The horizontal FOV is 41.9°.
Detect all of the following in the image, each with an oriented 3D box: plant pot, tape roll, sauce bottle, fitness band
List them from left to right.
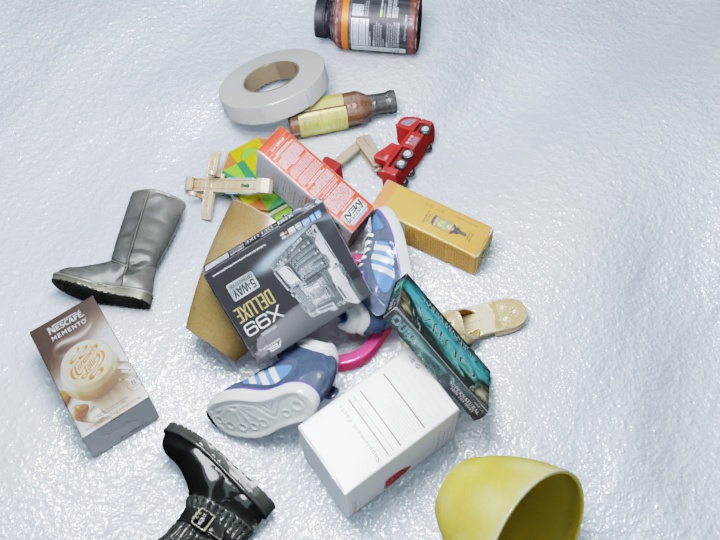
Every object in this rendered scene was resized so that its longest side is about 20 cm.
[{"bbox_3d":[-0.175,0.029,1.442,0.184,0.187,0.202,30,82,19],"label":"plant pot"},{"bbox_3d":[-0.154,-0.328,1.670,0.198,0.038,0.205,-11,38,9],"label":"tape roll"},{"bbox_3d":[-0.032,-0.280,1.665,0.195,0.066,0.067,-9,59,-4],"label":"sauce bottle"},{"bbox_3d":[-0.015,0.063,1.480,0.142,0.038,0.201,28,66,17],"label":"fitness band"},{"bbox_3d":[0.180,0.328,1.247,0.200,0.202,0.141,-44,42,-21],"label":"plant pot"}]

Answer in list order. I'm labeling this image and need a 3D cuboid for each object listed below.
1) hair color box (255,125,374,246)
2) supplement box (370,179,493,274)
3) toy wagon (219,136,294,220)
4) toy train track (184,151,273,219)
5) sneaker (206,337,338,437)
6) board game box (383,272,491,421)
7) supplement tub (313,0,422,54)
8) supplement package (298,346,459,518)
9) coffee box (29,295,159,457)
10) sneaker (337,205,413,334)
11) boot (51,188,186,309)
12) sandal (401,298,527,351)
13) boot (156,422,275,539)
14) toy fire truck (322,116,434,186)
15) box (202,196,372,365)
[{"bbox_3d":[-0.076,-0.129,1.519,0.199,0.111,0.064,42,73,4],"label":"hair color box"},{"bbox_3d":[0.115,-0.070,1.536,0.197,0.069,0.067,26,64,18],"label":"supplement box"},{"bbox_3d":[-0.151,-0.140,1.602,0.153,0.040,0.201,-29,63,-14],"label":"toy wagon"},{"bbox_3d":[-0.227,-0.143,1.558,0.197,0.032,0.118,5,86,37],"label":"toy train track"},{"bbox_3d":[-0.121,0.163,1.394,0.197,0.081,0.147,-16,28,30],"label":"sneaker"},{"bbox_3d":[0.114,0.108,1.351,0.028,0.136,0.200,-38,100,20],"label":"board game box"},{"bbox_3d":[0.014,-0.462,1.744,0.195,0.108,0.109,6,60,6],"label":"supplement tub"},{"bbox_3d":[0.025,0.230,1.331,0.198,0.122,0.120,-33,66,-16],"label":"supplement package"},{"bbox_3d":[-0.401,0.157,1.416,0.113,0.080,0.201,-30,63,-15],"label":"coffee box"},{"bbox_3d":[0.000,0.000,1.449,0.143,0.081,0.204,-9,68,-11],"label":"sneaker"},{"bbox_3d":[-0.392,-0.045,1.539,0.178,0.073,0.204,12,66,-7],"label":"boot"},{"bbox_3d":[0.158,0.078,1.444,0.207,0.070,0.079,-18,60,-8],"label":"sandal"},{"bbox_3d":[-0.238,0.326,1.311,0.210,0.080,0.158,35,67,20],"label":"boot"},{"bbox_3d":[0.028,-0.197,1.619,0.139,0.049,0.201,20,57,23],"label":"toy fire truck"},{"bbox_3d":[-0.104,0.015,1.347,0.198,0.160,0.050,-30,18,-4],"label":"box"}]
